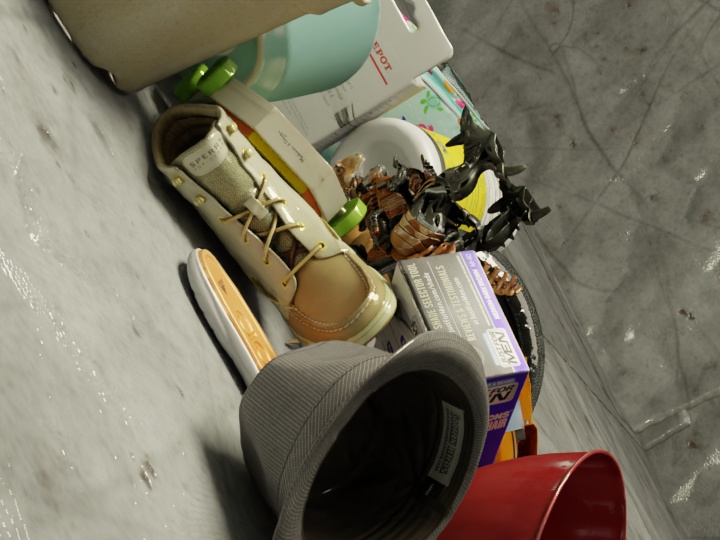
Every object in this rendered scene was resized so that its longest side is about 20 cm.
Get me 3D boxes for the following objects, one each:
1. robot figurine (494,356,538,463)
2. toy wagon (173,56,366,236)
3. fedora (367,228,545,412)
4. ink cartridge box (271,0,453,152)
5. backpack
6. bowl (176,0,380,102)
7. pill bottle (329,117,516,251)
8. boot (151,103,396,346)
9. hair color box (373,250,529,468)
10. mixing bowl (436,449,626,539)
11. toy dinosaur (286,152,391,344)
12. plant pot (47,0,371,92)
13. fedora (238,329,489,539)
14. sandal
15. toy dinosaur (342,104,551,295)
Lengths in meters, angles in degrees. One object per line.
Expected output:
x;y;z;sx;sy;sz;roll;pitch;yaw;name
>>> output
0.089;0.153;1.314;0.145;0.058;0.202;-155;-119;-65;robot figurine
-0.078;-0.089;1.313;0.155;0.040;0.200;47;-13;-16;toy wagon
0.057;0.066;1.445;0.201;0.200;0.092;61;-21;4;fedora
-0.023;-0.180;1.508;0.116;0.199;0.067;61;10;6;ink cartridge box
0.010;-0.157;1.684;0.200;0.177;0.151;52;7;-19;backpack
-0.095;-0.210;1.365;0.105;0.200;0.201;-43;106;-43;bowl
0.064;-0.065;1.567;0.200;0.112;0.113;14;45;-58;pill bottle
-0.065;-0.032;1.190;0.155;0.072;0.200;52;-7;-34;boot
0.052;0.094;1.222;0.201;0.064;0.110;103;-28;-49;hair color box
0.096;0.209;1.170;0.200;0.108;0.202;-30;124;-57;mixing bowl
0.000;0.000;1.365;0.061;0.105;0.201;103;-6;-51;toy dinosaur
-0.120;-0.225;1.206;0.201;0.183;0.201;56;12;-18;plant pot
-0.010;0.100;1.022;0.090;0.178;0.200;31;2;33;fedora
-0.042;0.067;1.138;0.207;0.059;0.079;59;11;-6;sandal
0.064;-0.031;1.287;0.200;0.136;0.102;48;-6;30;toy dinosaur
